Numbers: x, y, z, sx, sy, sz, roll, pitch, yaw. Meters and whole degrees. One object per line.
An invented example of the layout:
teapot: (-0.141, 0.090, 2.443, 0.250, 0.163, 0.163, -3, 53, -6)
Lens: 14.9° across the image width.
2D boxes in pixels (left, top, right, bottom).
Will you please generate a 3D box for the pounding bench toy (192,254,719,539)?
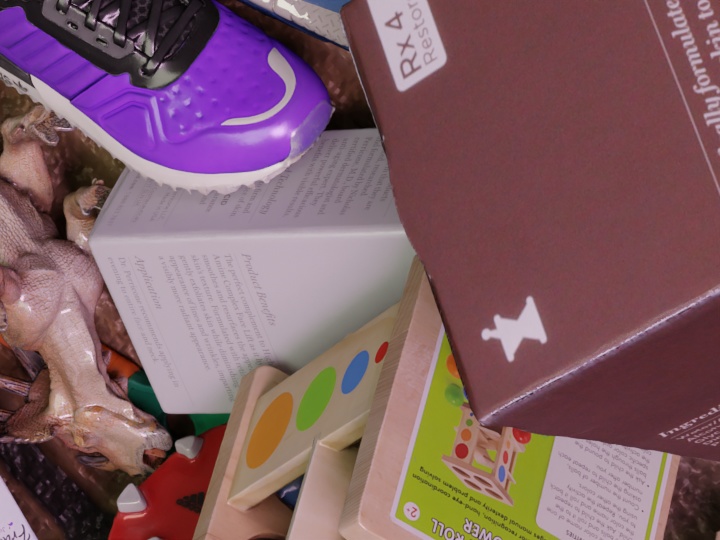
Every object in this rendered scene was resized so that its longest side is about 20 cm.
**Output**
pounding bench toy: (0.051, 0.114, 1.074, 0.200, 0.125, 0.156, 30, 144, -20)

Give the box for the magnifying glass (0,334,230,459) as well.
magnifying glass: (-0.086, 0.065, 1.231, 0.200, 0.022, 0.080, 30, 116, 11)

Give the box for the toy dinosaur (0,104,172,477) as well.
toy dinosaur: (-0.157, 0.000, 1.197, 0.200, 0.086, 0.136, 60, 156, 24)

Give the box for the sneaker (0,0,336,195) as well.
sneaker: (-0.104, -0.103, 1.115, 0.200, 0.070, 0.100, 25, 155, 28)

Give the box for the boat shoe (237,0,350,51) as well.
boat shoe: (-0.004, -0.127, 1.109, 0.200, 0.072, 0.073, 27, 93, 24)

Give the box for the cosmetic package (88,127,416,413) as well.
cosmetic package: (0.000, 0.000, 1.124, 0.199, 0.074, 0.102, -2, 130, 23)

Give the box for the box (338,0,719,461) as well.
box: (0.131, -0.043, 0.966, 0.164, 0.200, 0.166, -30, 66, 29)

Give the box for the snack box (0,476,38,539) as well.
snack box: (-0.217, 0.104, 1.231, 0.143, 0.053, 0.200, 58, 152, -2)

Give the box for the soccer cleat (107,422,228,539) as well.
soccer cleat: (-0.081, 0.158, 1.175, 0.068, 0.200, 0.085, 13, 155, 25)
